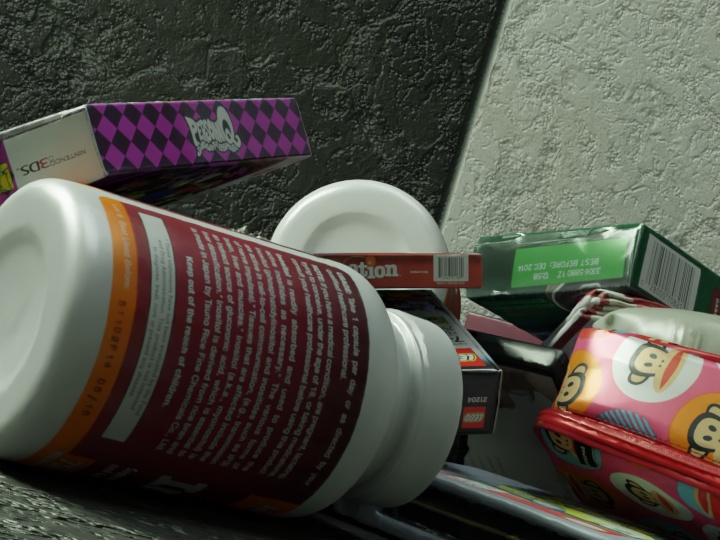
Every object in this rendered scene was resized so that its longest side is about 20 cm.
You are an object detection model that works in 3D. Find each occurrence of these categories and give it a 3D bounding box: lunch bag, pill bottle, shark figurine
[{"bbox_3d":[0.194,0.110,0.996,0.176,0.082,0.200,18,-19,35],"label":"lunch bag"},{"bbox_3d":[-0.059,0.040,0.831,0.200,0.113,0.113,17,0,-34],"label":"pill bottle"},{"bbox_3d":[0.007,0.016,1.282,0.112,0.112,0.200,17,-8,8],"label":"pill bottle"},{"bbox_3d":[0.240,0.062,1.053,0.214,0.090,0.128,33,-16,-8],"label":"shark figurine"}]

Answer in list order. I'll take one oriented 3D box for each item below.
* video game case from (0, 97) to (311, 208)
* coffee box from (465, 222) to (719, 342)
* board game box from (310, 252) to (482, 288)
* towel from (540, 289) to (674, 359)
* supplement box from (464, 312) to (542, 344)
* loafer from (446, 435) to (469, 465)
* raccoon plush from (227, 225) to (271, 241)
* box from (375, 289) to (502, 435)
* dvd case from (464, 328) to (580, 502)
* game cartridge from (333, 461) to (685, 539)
[{"bbox_3d":[-0.144,-0.037,0.927,0.181,0.036,0.200,-18,-2,24],"label":"video game case"},{"bbox_3d":[0.172,0.031,1.206,0.123,0.044,0.200,-4,-24,42],"label":"coffee box"},{"bbox_3d":[0.000,0.000,1.060,0.103,0.020,0.200,1,0,-5],"label":"board game box"},{"bbox_3d":[0.208,0.062,1.166,0.200,0.023,0.144,16,-18,-3],"label":"towel"},{"bbox_3d":[0.132,0.101,1.601,0.085,0.111,0.200,16,0,17],"label":"supplement box"},{"bbox_3d":[-0.034,0.069,1.049,0.200,0.071,0.068,16,1,-21],"label":"loafer"},{"bbox_3d":[-0.110,0.060,1.428,0.097,0.134,0.200,6,-28,-41],"label":"raccoon plush"},{"bbox_3d":[-0.044,0.044,0.967,0.199,0.035,0.110,0,20,-19],"label":"box"},{"bbox_3d":[0.048,0.077,1.124,0.200,0.018,0.143,12,-35,36],"label":"dvd case"},{"bbox_3d":[0.093,0.127,0.933,0.200,0.041,0.133,17,-4,35],"label":"game cartridge"}]
